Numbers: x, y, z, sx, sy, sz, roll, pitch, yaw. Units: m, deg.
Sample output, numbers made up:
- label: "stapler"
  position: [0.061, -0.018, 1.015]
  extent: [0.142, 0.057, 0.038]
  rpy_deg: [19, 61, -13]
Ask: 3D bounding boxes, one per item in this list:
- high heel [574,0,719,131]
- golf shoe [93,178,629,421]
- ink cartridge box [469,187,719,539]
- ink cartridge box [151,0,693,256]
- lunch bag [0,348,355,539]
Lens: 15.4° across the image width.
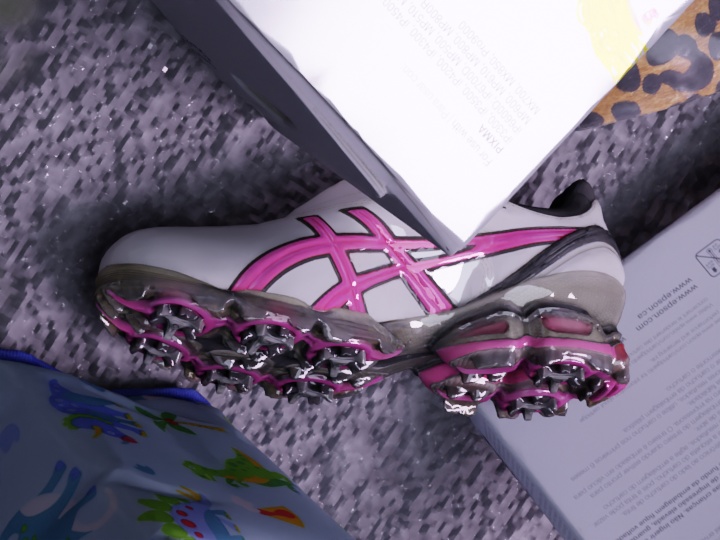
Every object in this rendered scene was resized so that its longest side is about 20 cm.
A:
- label: "high heel"
  position: [0.174, -0.069, 1.000]
  extent: [0.200, 0.071, 0.143]
  rpy_deg: [36, 85, -12]
- label: "golf shoe"
  position: [0.000, 0.000, 0.960]
  extent: [0.199, 0.073, 0.092]
  rpy_deg: [6, 67, -20]
- label: "ink cartridge box"
  position: [0.171, 0.062, 0.989]
  extent: [0.199, 0.200, 0.041]
  rpy_deg: [-35, 154, -6]
- label: "ink cartridge box"
  position: [0.025, -0.138, 0.861]
  extent: [0.200, 0.145, 0.145]
  rpy_deg: [-47, 124, -4]
- label: "lunch bag"
  position: [-0.095, 0.151, 0.897]
  extent: [0.127, 0.170, 0.200]
  rpy_deg: [14, 104, -32]
